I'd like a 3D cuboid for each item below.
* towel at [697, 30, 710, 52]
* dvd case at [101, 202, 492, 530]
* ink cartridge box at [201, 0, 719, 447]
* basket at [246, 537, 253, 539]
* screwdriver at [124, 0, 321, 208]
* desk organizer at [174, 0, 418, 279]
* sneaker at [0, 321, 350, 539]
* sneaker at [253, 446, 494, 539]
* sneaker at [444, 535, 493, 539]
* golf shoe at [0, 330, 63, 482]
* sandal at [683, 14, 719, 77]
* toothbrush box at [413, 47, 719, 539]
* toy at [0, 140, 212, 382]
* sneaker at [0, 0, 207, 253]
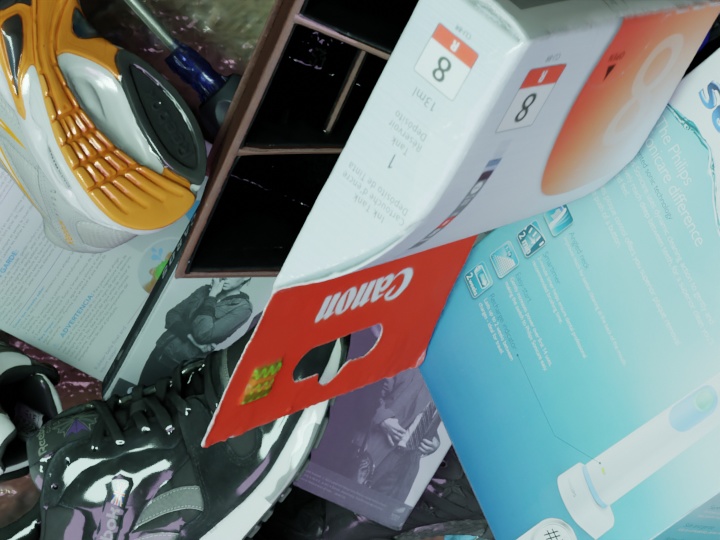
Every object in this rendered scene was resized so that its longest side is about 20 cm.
[{"bbox_3d":[0.057,-0.157,1.058,0.199,0.050,0.148,19,120,-4],"label":"towel"},{"bbox_3d":[0.000,0.000,1.201,0.150,0.025,0.201,25,108,-16],"label":"dvd case"},{"bbox_3d":[0.038,-0.020,1.015,0.050,0.162,0.201,35,115,21],"label":"ink cartridge box"},{"bbox_3d":[-0.126,0.152,1.273,0.199,0.140,0.176,11,168,13],"label":"basket"},{"bbox_3d":[-0.088,-0.100,1.138,0.200,0.028,0.029,44,136,-6],"label":"screwdriver"},{"bbox_3d":[-0.002,-0.077,1.052,0.071,0.077,0.201,22,126,-6],"label":"desk organizer"},{"bbox_3d":[-0.083,0.077,1.117,0.087,0.076,0.200,31,107,-15],"label":"sneaker"},{"bbox_3d":[0.038,0.077,1.291,0.198,0.060,0.105,-6,130,8],"label":"sneaker"},{"bbox_3d":[0.134,0.173,1.338,0.198,0.096,0.080,9,133,-1],"label":"sneaker"},{"bbox_3d":[-0.168,0.061,1.210,0.094,0.200,0.078,17,99,5],"label":"golf shoe"},{"bbox_3d":[0.167,-0.096,1.126,0.199,0.043,0.076,-10,130,15],"label":"sandal"},{"bbox_3d":[0.130,0.025,1.099,0.200,0.147,0.085,-41,151,29],"label":"toothbrush box"},{"bbox_3d":[-0.110,-0.019,1.216,0.199,0.047,0.115,30,99,-27],"label":"toy"},{"bbox_3d":[-0.142,-0.092,1.108,0.092,0.075,0.201,-33,83,56],"label":"sneaker"}]
